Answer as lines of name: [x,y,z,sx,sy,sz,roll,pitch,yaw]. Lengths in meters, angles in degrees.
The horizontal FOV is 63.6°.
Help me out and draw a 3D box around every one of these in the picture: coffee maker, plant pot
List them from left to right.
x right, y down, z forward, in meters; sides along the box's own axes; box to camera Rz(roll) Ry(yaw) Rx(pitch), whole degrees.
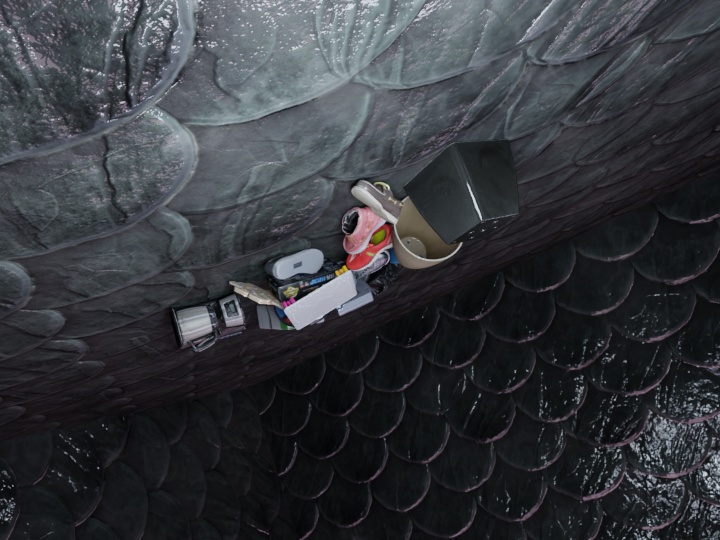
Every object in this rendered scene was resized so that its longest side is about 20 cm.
coffee maker: [-0.447,0.145,1.702,0.198,0.137,0.192,-15,-171,-22]
plant pot: [0.156,-0.082,1.547,0.185,0.189,0.200,-17,166,-16]
plant pot: [0.255,-0.174,1.366,0.198,0.179,0.199,-13,166,-36]

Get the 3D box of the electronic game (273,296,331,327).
electronic game: [-0.163,0.082,1.721,0.198,0.201,0.042,-21,139,1]

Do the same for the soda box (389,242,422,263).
soda box: [0.162,-0.058,1.770,0.063,0.069,0.200,5,176,-23]

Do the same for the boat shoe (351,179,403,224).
boat shoe: [0.043,-0.166,1.318,0.060,0.071,0.200,-61,149,-2]

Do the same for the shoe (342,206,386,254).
shoe: [-0.016,-0.102,1.472,0.090,0.072,0.200,-10,158,-35]

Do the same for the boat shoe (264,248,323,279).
boat shoe: [-0.176,-0.023,1.565,0.056,0.070,0.199,13,-164,32]

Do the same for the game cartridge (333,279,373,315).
game cartridge: [-0.039,0.074,1.784,0.132,0.042,0.200,-20,-161,-14]

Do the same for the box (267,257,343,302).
box: [-0.154,0.024,1.651,0.198,0.047,0.159,-17,-163,-17]

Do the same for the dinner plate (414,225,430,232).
dinner plate: [0.203,-0.107,1.709,0.197,0.025,0.200,3,176,0]

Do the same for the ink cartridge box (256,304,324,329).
ink cartridge box: [-0.237,0.142,1.939,0.145,0.084,0.199,-11,-176,-38]

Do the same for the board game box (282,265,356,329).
board game box: [-0.107,0.076,1.566,0.199,0.026,0.200,-31,161,-7]

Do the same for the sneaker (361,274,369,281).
sneaker: [-0.059,0.042,1.933,0.198,0.080,0.095,-20,177,-11]

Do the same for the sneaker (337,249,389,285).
sneaker: [0.000,0.000,1.792,0.198,0.076,0.114,-20,-158,8]

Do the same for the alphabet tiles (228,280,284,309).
alphabet tiles: [-0.261,0.073,1.604,0.194,0.015,0.200,22,-177,22]

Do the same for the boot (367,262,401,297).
boot: [0.057,0.042,2.013,0.198,0.073,0.163,-40,-171,39]

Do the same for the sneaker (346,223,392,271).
sneaker: [0.023,-0.073,1.662,0.200,0.078,0.085,-40,155,25]
